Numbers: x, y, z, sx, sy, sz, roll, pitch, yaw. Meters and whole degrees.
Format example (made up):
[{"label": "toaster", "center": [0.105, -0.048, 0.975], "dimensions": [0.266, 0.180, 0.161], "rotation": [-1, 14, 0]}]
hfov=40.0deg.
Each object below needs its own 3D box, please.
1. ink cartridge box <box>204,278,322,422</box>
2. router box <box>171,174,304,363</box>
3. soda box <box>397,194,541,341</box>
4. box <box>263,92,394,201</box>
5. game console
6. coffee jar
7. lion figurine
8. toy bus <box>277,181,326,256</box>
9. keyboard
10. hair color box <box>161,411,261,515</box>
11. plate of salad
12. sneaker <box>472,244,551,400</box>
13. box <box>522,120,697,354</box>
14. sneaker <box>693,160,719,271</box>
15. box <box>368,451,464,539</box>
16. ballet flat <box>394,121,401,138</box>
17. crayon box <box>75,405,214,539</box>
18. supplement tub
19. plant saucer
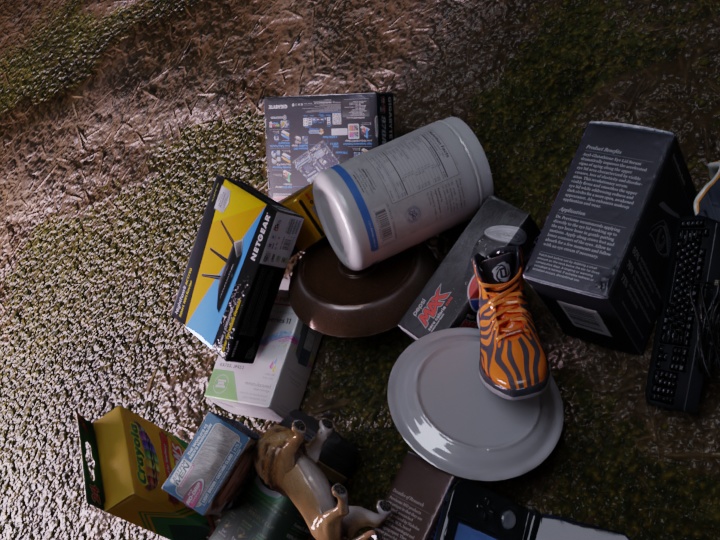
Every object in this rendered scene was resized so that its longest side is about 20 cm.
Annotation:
[{"label": "ink cartridge box", "center": [-0.117, 0.090, 1.315], "dimensions": [0.115, 0.067, 0.203], "rotation": [3, 65, 34]}, {"label": "router box", "center": [-0.163, -0.003, 1.280], "dimensions": [0.148, 0.050, 0.204], "rotation": [30, 103, 45]}, {"label": "soda box", "center": [0.136, 0.013, 1.204], "dimensions": [0.070, 0.063, 0.201], "rotation": [31, 83, 40]}, {"label": "box", "center": [-0.044, -0.163, 1.376], "dimensions": [0.197, 0.046, 0.163], "rotation": [4, 101, 34]}, {"label": "game console", "center": [0.158, 0.330, 0.980], "dimensions": [0.118, 0.169, 0.203], "rotation": [-15, 52, 56]}, {"label": "coffee jar", "center": [-0.091, 0.273, 1.183], "dimensions": [0.103, 0.085, 0.202], "rotation": [25, 79, 39]}, {"label": "lion figurine", "center": [-0.050, 0.240, 1.074], "dimensions": [0.201, 0.071, 0.123], "rotation": [57, 132, 32]}, {"label": "toy bus", "center": [-0.105, -0.059, 1.352], "dimensions": [0.078, 0.066, 0.199], "rotation": [-42, 12, -31]}, {"label": "keyboard", "center": [0.333, 0.041, 1.019], "dimensions": [0.104, 0.039, 0.204], "rotation": [3, 83, 66]}, {"label": "hair color box", "center": [-0.165, 0.232, 1.180], "dimensions": [0.060, 0.200, 0.101], "rotation": [30, 81, 8]}, {"label": "plate of salad", "center": [0.126, 0.148, 1.096], "dimensions": [0.195, 0.049, 0.203], "rotation": [4, 49, -4]}, {"label": "sneaker", "center": [0.153, 0.045, 1.068], "dimensions": [0.076, 0.114, 0.201], "rotation": [-12, 31, 1]}, {"label": "box", "center": [0.281, -0.036, 1.087], "dimensions": [0.103, 0.148, 0.203], "rotation": [15, 71, 37]}, {"label": "sneaker", "center": [0.396, -0.034, 1.059], "dimensions": [0.078, 0.079, 0.203], "rotation": [2, 58, 29]}, {"label": "box", "center": [0.052, 0.310, 1.063], "dimensions": [0.074, 0.100, 0.202], "rotation": [20, 75, 38]}, {"label": "ballet flat", "center": [-0.026, -0.200, 1.427], "dimensions": [0.197, 0.067, 0.070], "rotation": [15, 104, 31]}, {"label": "crayon box", "center": [-0.265, 0.254, 1.229], "dimensions": [0.050, 0.200, 0.128], "rotation": [-30, 52, 12]}, {"label": "supplement tub", "center": [0.051, -0.096, 1.231], "dimensions": [0.197, 0.133, 0.132], "rotation": [-24, 48, -16]}, {"label": "plant saucer", "center": [0.000, 0.000, 1.266], "dimensions": [0.196, 0.035, 0.202], "rotation": [-8, 41, 7]}]
